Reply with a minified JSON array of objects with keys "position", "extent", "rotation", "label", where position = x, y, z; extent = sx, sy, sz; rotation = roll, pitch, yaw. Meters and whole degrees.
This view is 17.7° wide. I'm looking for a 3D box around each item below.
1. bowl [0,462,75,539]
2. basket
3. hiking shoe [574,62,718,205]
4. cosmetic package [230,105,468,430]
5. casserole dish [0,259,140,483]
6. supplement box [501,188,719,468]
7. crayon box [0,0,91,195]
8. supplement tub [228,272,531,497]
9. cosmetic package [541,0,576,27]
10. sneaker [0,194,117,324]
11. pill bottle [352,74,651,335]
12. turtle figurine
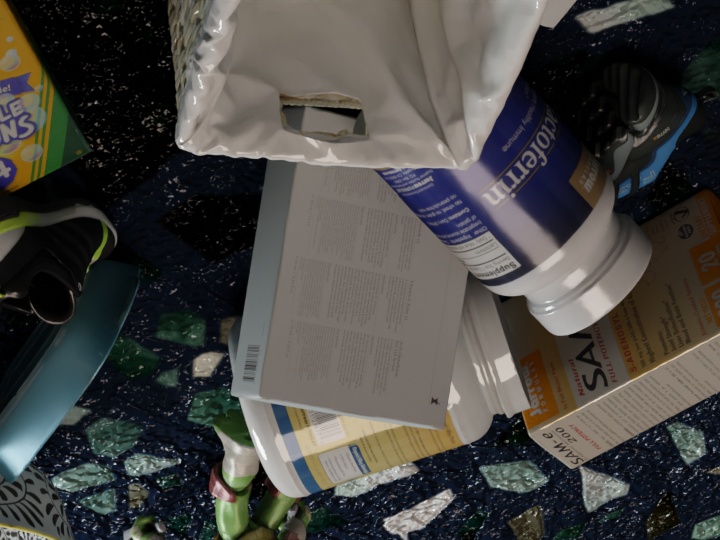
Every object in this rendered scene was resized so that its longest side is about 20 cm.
[{"position":[-0.310,0.179,1.776],"extent":[0.199,0.095,0.201],"rotation":[0,156,0],"label":"bowl"},{"position":[-0.007,-0.185,1.376],"extent":[0.197,0.162,0.201],"rotation":[2,141,-18],"label":"basket"},{"position":[0.168,-0.064,1.658],"extent":[0.086,0.075,0.200],"rotation":[10,140,-36],"label":"hiking shoe"},{"position":[0.000,0.000,1.596],"extent":[0.150,0.201,0.052],"rotation":[12,174,-28],"label":"cosmetic package"},{"position":[-0.222,0.068,1.672],"extent":[0.039,0.122,0.200],"rotation":[30,129,-14],"label":"casserole dish"},{"position":[0.211,0.045,1.765],"extent":[0.199,0.127,0.073],"rotation":[-31,140,19],"label":"supplement box"},{"position":[-0.264,-0.121,1.448],"extent":[0.125,0.052,0.200],"rotation":[-28,141,-2],"label":"crayon box"},{"position":[0.015,0.075,1.724],"extent":[0.199,0.145,0.145],"rotation":[-18,142,5],"label":"supplement tub"},{"position":[0.147,-0.249,1.414],"extent":[0.050,0.083,0.200],"rotation":[11,136,-32],"label":"cosmetic package"},{"position":[-0.217,0.002,1.558],"extent":[0.071,0.083,0.200],"rotation":[-31,170,19],"label":"sneaker"},{"position":[0.098,-0.056,1.553],"extent":[0.115,0.116,0.200],"rotation":[-36,111,26],"label":"pill bottle"},{"position":[-0.109,0.193,1.893],"extent":[0.143,0.200,0.195],"rotation":[19,115,-5],"label":"turtle figurine"}]
